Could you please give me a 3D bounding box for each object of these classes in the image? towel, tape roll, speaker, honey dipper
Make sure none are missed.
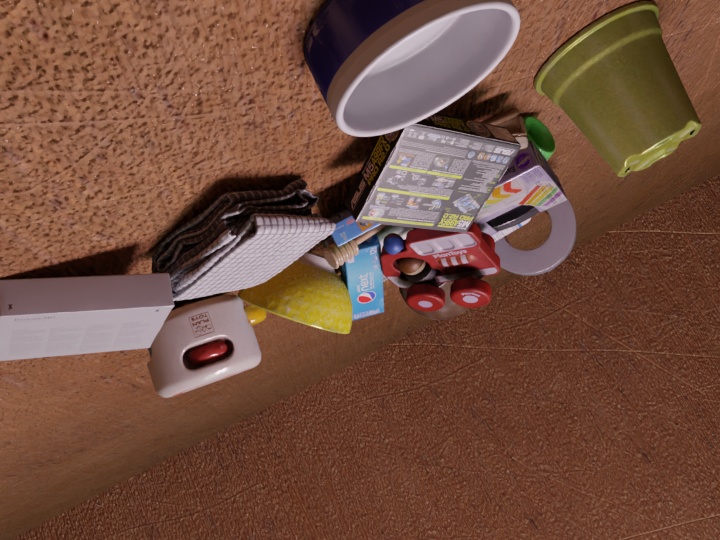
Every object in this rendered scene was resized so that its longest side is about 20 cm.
[{"bbox_3d":[-0.158,-0.042,1.025,0.200,0.086,0.165,-35,164,35],"label":"towel"},{"bbox_3d":[0.352,-0.090,1.636,0.200,0.201,0.066,-31,169,13],"label":"tape roll"},{"bbox_3d":[0.233,-0.173,1.321,0.088,0.089,0.200,-15,162,-45],"label":"speaker"},{"bbox_3d":[0.028,-0.068,1.247,0.200,0.038,0.038,-34,171,-24],"label":"honey dipper"}]

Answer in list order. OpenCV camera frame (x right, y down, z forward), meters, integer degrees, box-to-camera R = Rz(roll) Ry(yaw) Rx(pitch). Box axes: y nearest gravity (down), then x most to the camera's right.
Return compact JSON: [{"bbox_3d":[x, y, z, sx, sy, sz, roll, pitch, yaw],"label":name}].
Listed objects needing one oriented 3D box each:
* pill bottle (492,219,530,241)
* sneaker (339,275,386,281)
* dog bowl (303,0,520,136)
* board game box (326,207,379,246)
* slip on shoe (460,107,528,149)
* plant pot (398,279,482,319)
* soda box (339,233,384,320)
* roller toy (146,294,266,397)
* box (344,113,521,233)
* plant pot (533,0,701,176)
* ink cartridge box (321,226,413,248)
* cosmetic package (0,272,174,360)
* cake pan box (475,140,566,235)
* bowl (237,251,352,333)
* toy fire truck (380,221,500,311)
[{"bbox_3d":[0.267,-0.122,1.536,0.200,0.113,0.112,-32,167,13],"label":"pill bottle"},{"bbox_3d":[-0.012,0.005,1.599,0.200,0.074,0.118,-44,-150,-20],"label":"sneaker"},{"bbox_3d":[0.048,-0.219,0.753,0.199,0.079,0.200,-27,168,-6],"label":"dog bowl"},{"bbox_3d":[0.040,-0.104,1.188,0.199,0.037,0.151,-28,-171,-1],"label":"board game box"},{"bbox_3d":[0.143,-0.190,1.130,0.199,0.061,0.076,-10,-170,2],"label":"slip on shoe"},{"bbox_3d":[0.153,0.002,1.608,0.186,0.188,0.200,-29,168,7],"label":"plant pot"},{"bbox_3d":[0.000,0.000,1.341,0.064,0.068,0.200,-14,144,-7],"label":"soda box"},{"bbox_3d":[-0.266,0.119,1.294,0.199,0.140,0.182,-22,175,25],"label":"roller toy"},{"bbox_3d":[0.098,-0.131,1.053,0.199,0.044,0.161,3,132,-33],"label":"box"},{"bbox_3d":[0.381,-0.245,1.117,0.200,0.185,0.200,-26,168,-6],"label":"plant pot"},{"bbox_3d":[0.031,-0.056,1.437,0.145,0.048,0.200,-31,167,14],"label":"ink cartridge box"},{"bbox_3d":[-0.351,0.059,0.976,0.199,0.052,0.151,-2,158,-29],"label":"cosmetic package"},{"bbox_3d":[0.225,-0.119,1.261,0.184,0.053,0.200,-24,159,20],"label":"cake pan box"},{"bbox_3d":[-0.095,0.023,1.301,0.108,0.199,0.200,-71,162,2],"label":"bowl"},{"bbox_3d":[0.120,-0.021,1.252,0.199,0.113,0.168,-8,148,31],"label":"toy fire truck"}]
